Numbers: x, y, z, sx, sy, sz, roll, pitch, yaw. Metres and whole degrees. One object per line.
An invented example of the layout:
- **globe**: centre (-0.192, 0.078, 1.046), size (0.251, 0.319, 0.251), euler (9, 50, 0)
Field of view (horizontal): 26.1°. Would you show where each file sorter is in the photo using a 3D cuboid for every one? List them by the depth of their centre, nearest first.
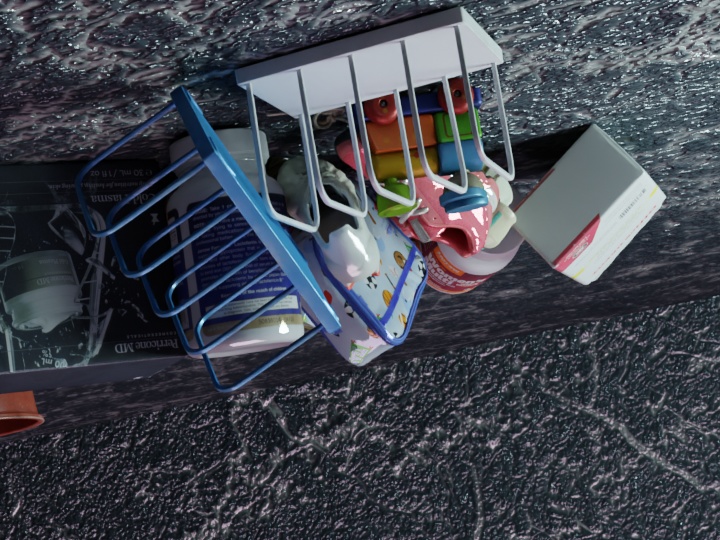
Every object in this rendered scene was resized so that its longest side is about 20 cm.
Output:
- **file sorter**: centre (-0.130, -0.021, 1.292), size (0.122, 0.201, 0.139), euler (-34, -148, 1)
- **file sorter**: centre (0.020, -0.120, 1.303), size (0.198, 0.126, 0.139), euler (-13, 170, 17)

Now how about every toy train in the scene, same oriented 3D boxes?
- **toy train**: centre (0.019, -0.101, 1.425), size (0.197, 0.117, 0.085), euler (-9, 169, -9)

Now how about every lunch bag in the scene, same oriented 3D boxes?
- **lunch bag**: centre (0.000, 0.000, 1.620), size (0.075, 0.161, 0.200), euler (-35, -166, 28)

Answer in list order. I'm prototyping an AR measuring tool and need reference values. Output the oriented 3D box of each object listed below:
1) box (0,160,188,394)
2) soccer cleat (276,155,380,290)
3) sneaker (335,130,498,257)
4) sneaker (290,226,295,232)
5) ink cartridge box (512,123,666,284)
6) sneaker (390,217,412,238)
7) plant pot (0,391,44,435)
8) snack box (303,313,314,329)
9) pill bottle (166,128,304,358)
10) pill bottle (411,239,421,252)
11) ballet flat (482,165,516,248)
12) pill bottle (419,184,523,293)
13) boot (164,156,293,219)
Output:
- **box**: centre (-0.289, 0.007, 1.494), size (0.198, 0.199, 0.124), euler (-5, 169, -31)
- **soccer cleat**: centre (-0.033, -0.064, 1.455), size (0.069, 0.201, 0.078), euler (-27, 130, -4)
- **sneaker**: centre (0.059, -0.077, 1.533), size (0.199, 0.088, 0.073), euler (25, 150, -31)
- **sneaker**: centre (-0.091, -0.027, 1.719), size (0.198, 0.084, 0.077), euler (29, -159, 4)
- **ink cartridge box**: centre (0.260, -0.070, 1.767), size (0.145, 0.083, 0.200), euler (-48, 162, 7)
- **sneaker**: centre (0.049, -0.095, 1.687), size (0.086, 0.075, 0.200), euler (5, 158, -21)
- **plant pot**: centre (-0.475, 0.092, 1.788), size (0.198, 0.198, 0.201), euler (-9, 170, -2)
- **snack box**: centre (-0.141, 0.022, 1.922), size (0.198, 0.054, 0.142), euler (16, 174, 13)
- **pill bottle**: centre (-0.121, -0.025, 1.463), size (0.114, 0.203, 0.116), euler (-8, 174, -1)
- **pill bottle**: centre (-0.012, -0.025, 1.841), size (0.112, 0.115, 0.200), euler (-14, 169, 23)
- **ballet flat**: centre (0.138, -0.083, 1.704), size (0.068, 0.070, 0.200), euler (-10, -157, 2)
- **pill bottle**: centre (0.135, -0.042, 1.897), size (0.108, 0.111, 0.200), euler (-8, 170, -13)
- **boot**: centre (-0.163, -0.065, 1.634), size (0.173, 0.067, 0.199), euler (1, 169, -32)
